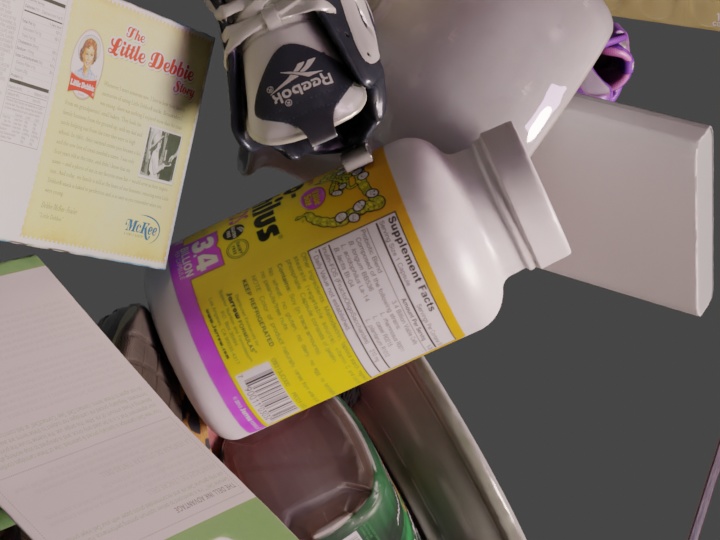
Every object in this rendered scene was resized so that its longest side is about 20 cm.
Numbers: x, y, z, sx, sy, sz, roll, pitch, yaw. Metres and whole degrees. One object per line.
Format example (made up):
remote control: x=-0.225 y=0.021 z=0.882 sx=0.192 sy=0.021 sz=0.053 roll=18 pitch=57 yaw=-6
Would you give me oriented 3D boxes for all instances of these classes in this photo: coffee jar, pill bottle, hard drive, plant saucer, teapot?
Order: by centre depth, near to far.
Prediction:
pill bottle: x=0.000 y=0.000 z=1.018 sx=0.104 sy=0.199 sz=0.105 roll=-24 pitch=90 yaw=-86
teapot: x=0.039 y=-0.113 z=1.139 sx=0.198 sy=0.146 sz=0.200 roll=-54 pitch=180 yaw=8
coffee jar: x=-0.010 y=0.160 z=1.200 sx=0.085 sy=0.105 sz=0.200 roll=-29 pitch=144 yaw=-4
plant saucer: x=0.040 y=0.118 z=1.250 sx=0.050 sy=0.200 sz=0.200 roll=-30 pitch=143 yaw=-5
hard drive: x=0.123 y=-0.054 z=1.263 sx=0.027 sy=0.199 sz=0.132 roll=-47 pitch=142 yaw=-38

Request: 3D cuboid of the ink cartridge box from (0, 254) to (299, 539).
ink cartridge box: x=-0.121 y=0.084 z=0.827 sx=0.048 sy=0.200 sz=0.145 roll=-49 pitch=166 yaw=24

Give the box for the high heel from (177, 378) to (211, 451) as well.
high heel: x=-0.075 y=0.139 z=1.089 sx=0.200 sy=0.071 sz=0.143 roll=30 pitch=81 yaw=-55

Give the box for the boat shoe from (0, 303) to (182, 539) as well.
boat shoe: x=-0.134 y=0.091 z=0.947 sx=0.201 sy=0.073 sz=0.075 roll=-80 pitch=157 yaw=-50

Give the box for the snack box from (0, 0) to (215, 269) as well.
snack box: x=-0.135 y=-0.068 z=0.902 sx=0.200 sy=0.037 sz=0.117 roll=13 pitch=90 yaw=-66

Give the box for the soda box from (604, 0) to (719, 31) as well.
soda box: x=0.144 y=-0.199 z=1.238 sx=0.064 sy=0.199 sz=0.068 roll=-45 pitch=140 yaw=-50

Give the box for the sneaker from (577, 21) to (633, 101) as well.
sneaker: x=0.139 y=-0.148 z=1.354 sx=0.201 sy=0.088 sz=0.081 roll=-77 pitch=159 yaw=-48

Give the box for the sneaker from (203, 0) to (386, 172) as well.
sneaker: x=-0.040 y=-0.123 z=0.948 sx=0.200 sy=0.079 sz=0.130 roll=64 pitch=6 yaw=-47
